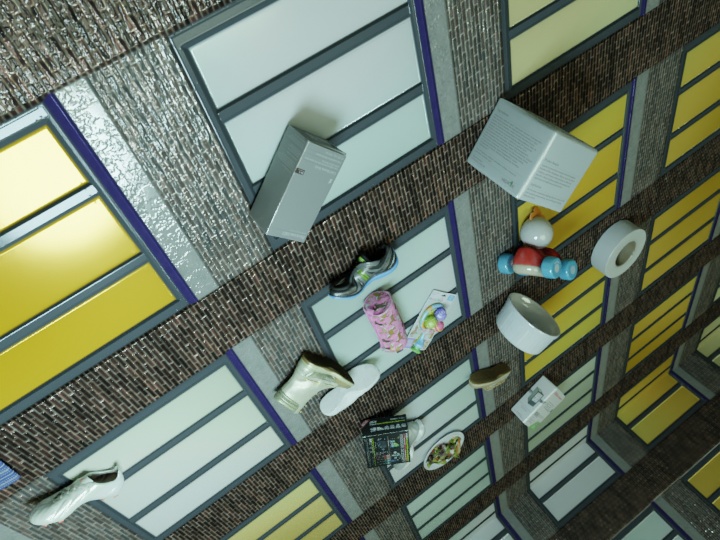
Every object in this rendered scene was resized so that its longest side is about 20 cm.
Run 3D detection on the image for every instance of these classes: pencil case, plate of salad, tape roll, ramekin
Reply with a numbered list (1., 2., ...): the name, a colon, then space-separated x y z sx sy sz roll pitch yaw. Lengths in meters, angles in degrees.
1. pencil case: 0.068 0.139 1.524 0.081 0.088 0.202 -11 138 11
2. plate of salad: 0.330 0.708 2.217 0.197 0.048 0.203 -22 135 -23
3. tape roll: 0.919 -0.076 2.034 0.199 0.071 0.205 -22 133 -24
4. ramekin: 0.533 0.174 1.840 0.198 0.202 0.098 8 126 -42

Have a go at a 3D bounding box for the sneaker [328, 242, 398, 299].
1. sneaker: 0.000 0.000 1.374 0.198 0.071 0.084 -34 124 -13

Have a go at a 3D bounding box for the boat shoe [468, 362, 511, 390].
1. boat shoe: 0.462 0.395 2.048 0.197 0.074 0.070 -10 123 -34

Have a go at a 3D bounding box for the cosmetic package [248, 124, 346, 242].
1. cosmetic package: -0.125 -0.166 1.118 0.106 0.090 0.203 7 115 -45

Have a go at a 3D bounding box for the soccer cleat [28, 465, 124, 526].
1. soccer cleat: -0.629 0.494 1.269 0.197 0.069 0.079 -13 126 -40

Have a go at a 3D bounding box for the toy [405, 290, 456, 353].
1. toy: 0.212 0.160 1.678 0.114 0.047 0.202 11 116 -45

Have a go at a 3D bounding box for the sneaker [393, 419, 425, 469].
1. sneaker: 0.143 0.599 1.971 0.091 0.076 0.203 10 109 -34

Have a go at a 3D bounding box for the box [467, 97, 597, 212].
1. box: 0.409 -0.275 1.369 0.196 0.200 0.173 7 121 -40

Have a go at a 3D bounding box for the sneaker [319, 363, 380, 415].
1. sneaker: -0.025 0.343 1.633 0.198 0.076 0.089 -36 151 0

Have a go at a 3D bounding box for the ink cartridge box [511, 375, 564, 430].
1. ink cartridge box: 0.747 0.557 2.399 0.200 0.084 0.145 -47 139 4

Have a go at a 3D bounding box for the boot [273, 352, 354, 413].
1. boot: -0.121 0.311 1.518 0.199 0.072 0.156 30 101 -42

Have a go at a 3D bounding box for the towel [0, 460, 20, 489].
1. towel: -0.763 0.396 1.089 0.143 0.024 0.202 -27 148 -22

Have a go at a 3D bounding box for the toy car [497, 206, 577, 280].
1. toy car: 0.526 -0.082 1.678 0.174 0.183 0.205 4 92 -40

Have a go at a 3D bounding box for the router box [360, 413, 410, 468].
1. router box: 0.084 0.552 1.842 0.146 0.063 0.203 -7 133 0
